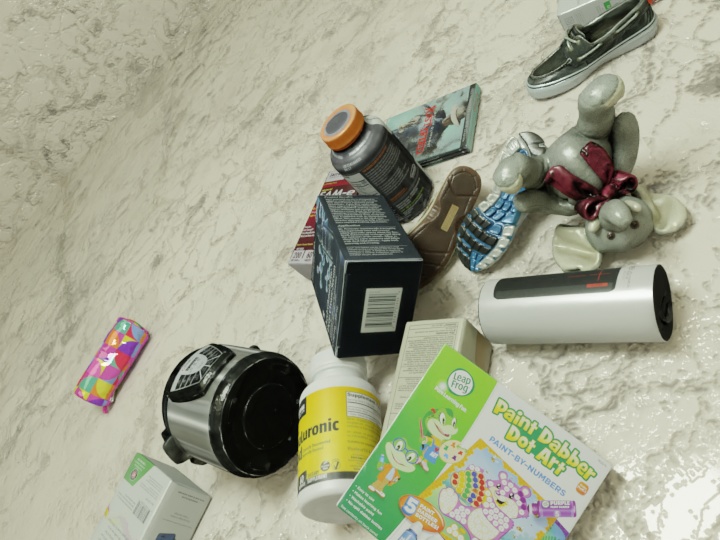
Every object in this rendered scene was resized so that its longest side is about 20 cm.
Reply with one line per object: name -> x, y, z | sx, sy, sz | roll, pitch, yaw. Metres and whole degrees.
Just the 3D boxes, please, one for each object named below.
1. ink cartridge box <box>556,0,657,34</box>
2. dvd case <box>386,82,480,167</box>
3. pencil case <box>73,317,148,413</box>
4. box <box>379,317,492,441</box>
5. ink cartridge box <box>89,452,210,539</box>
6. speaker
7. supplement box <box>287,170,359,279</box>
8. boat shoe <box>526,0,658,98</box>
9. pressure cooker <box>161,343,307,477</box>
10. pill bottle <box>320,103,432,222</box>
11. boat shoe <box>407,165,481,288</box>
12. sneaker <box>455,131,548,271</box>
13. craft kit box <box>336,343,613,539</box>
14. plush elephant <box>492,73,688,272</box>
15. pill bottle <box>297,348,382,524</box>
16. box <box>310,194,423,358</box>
ink cartridge box -> 0.407, -0.448, 0.895 | 0.198, 0.050, 0.110 | -11, 54, 40
dvd case -> 0.116, -0.243, 1.044 | 0.198, 0.022, 0.148 | -10, 54, 39
pencil case -> -0.547, 0.205, 1.298 | 0.088, 0.088, 0.202 | 10, 70, 47
box -> 0.089, 0.166, 0.704 | 0.094, 0.078, 0.203 | -7, 56, 40
ink cartridge box -> -0.347, 0.418, 0.930 | 0.144, 0.087, 0.202 | 6, 63, 47
speaker -> 0.237, 0.042, 0.657 | 0.198, 0.081, 0.082 | -7, 56, 42
supplement box -> -0.040, -0.084, 1.042 | 0.108, 0.061, 0.202 | 0, 60, 45
boat shoe -> 0.329, -0.335, 0.866 | 0.198, 0.071, 0.073 | -29, 43, 26
pressure cooker -> -0.194, 0.202, 0.868 | 0.198, 0.174, 0.182 | 0, 85, 45
pill bottle -> 0.023, -0.173, 0.937 | 0.105, 0.200, 0.107 | -24, 45, 28
boat shoe -> 0.116, -0.058, 0.876 | 0.204, 0.074, 0.075 | -56, -1, 9
sneaker -> 0.205, -0.085, 0.802 | 0.075, 0.086, 0.202 | 40, 113, 28
craft kit box -> 0.111, 0.213, 0.588 | 0.199, 0.049, 0.199 | 34, 83, 12
plush elephant -> 0.273, -0.085, 0.673 | 0.164, 0.199, 0.156 | -38, 63, 17
pill bottle -> -0.026, 0.208, 0.759 | 0.110, 0.111, 0.202 | -28, 43, 25
box -> 0.000, 0.000, 0.829 | 0.201, 0.105, 0.151 | -114, 27, -57
